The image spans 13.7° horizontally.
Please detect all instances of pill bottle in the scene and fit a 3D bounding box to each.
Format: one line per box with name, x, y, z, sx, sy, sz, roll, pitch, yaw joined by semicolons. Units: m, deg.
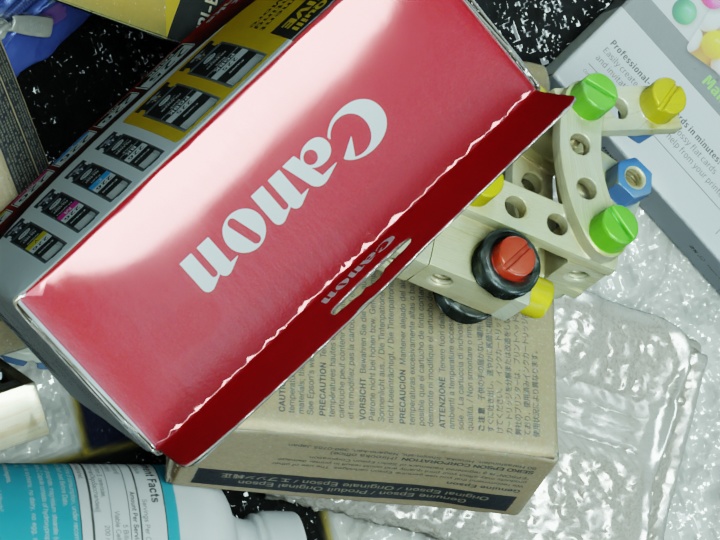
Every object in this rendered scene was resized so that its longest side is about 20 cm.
pill bottle;-0.126;0.140;1.319;0.200;0.111;0.111;2;88;-14

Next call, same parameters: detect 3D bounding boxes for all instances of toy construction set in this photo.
toy construction set;0.036;-0.048;1.268;0.200;0.092;0.131;15;62;-7

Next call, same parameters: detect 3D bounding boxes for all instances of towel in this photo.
towel;0.060;0.067;1.407;0.200;0.034;0.133;14;85;-13

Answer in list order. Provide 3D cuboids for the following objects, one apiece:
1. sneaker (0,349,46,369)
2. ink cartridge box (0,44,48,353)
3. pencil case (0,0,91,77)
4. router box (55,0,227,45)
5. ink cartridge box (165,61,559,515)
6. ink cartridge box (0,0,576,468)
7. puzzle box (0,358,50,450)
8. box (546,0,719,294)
sneaker;-0.168;-0.030;1.297;0.200;0.085;0.077;29;39;-1
ink cartridge box;-0.233;-0.028;1.226;0.200;0.075;0.165;-17;103;11
pencil case;-0.119;-0.158;1.337;0.200;0.087;0.078;-39;123;-11
router box;-0.078;-0.200;1.234;0.157;0.052;0.200;20;96;18
ink cartridge box;0.000;0.000;1.330;0.165;0.075;0.200;6;63;-11
ink cartridge box;-0.040;-0.034;1.111;0.200;0.176;0.084;-44;108;-9
puzzle box;-0.240;0.080;1.280;0.200;0.133;0.025;-17;99;-14
box;0.206;-0.103;1.444;0.200;0.041;0.156;-44;99;-12
